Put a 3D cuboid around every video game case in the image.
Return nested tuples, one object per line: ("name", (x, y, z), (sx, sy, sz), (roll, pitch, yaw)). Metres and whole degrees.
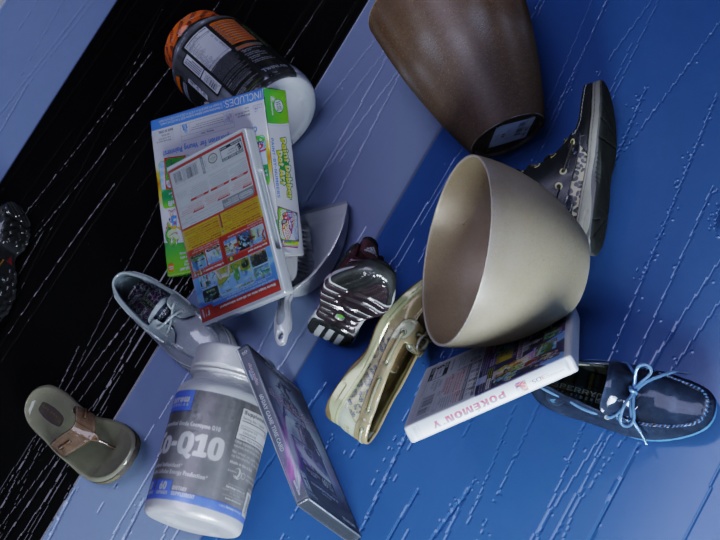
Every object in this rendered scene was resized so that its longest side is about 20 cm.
("video game case", (-0.155, -0.049, 1.671), (0.143, 0.017, 0.201), (-22, 78, 38))
("video game case", (-0.067, 0.188, 1.548), (0.019, 0.143, 0.200), (-30, 56, 8))
("video game case", (0.140, 0.103, 1.475), (0.182, 0.200, 0.023), (-25, 97, 14))

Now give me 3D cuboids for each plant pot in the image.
("plant pot", (0.132, -0.239, 1.653), (0.186, 0.187, 0.201), (-28, 70, 12))
("plant pot", (0.159, -0.009, 1.491), (0.134, 0.200, 0.201), (10, 64, -15))

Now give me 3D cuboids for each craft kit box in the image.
("craft kit box", (-0.162, -0.101, 1.713), (0.199, 0.048, 0.199), (-9, 83, 40))

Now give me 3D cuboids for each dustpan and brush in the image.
("dustpan and brush", (-0.082, 0.006, 1.695), (0.139, 0.057, 0.201), (-13, 61, 21))

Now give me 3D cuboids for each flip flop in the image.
("flip flop", (-0.347, 0.193, 1.738), (0.200, 0.058, 0.081), (29, 81, 34))

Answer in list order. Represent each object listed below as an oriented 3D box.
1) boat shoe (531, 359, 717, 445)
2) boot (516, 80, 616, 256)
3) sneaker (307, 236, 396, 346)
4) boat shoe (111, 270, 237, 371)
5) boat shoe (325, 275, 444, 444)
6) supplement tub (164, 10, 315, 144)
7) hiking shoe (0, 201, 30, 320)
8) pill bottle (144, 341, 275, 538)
("boat shoe", (0.259, 0.131, 1.457), (0.199, 0.069, 0.085), (1, 67, 27))
("boot", (0.203, -0.115, 1.601), (0.153, 0.073, 0.204), (0, 72, 26))
("sneaker", (0.000, 0.000, 1.598), (0.075, 0.200, 0.116), (28, 62, -9))
("boat shoe", (-0.233, 0.062, 1.737), (0.200, 0.072, 0.070), (32, 83, 34))
("boat shoe", (0.042, 0.098, 1.588), (0.063, 0.073, 0.200), (37, 96, 29))
("supplement tub", (-0.158, -0.243, 1.818), (0.123, 0.123, 0.200), (-46, 54, -1))
("hiking shoe", (-0.512, 0.004, 1.915), (0.100, 0.076, 0.201), (-6, 54, 33))
("pill bottle", (-0.165, 0.191, 1.614), (0.113, 0.114, 0.201), (2, 67, 27))
